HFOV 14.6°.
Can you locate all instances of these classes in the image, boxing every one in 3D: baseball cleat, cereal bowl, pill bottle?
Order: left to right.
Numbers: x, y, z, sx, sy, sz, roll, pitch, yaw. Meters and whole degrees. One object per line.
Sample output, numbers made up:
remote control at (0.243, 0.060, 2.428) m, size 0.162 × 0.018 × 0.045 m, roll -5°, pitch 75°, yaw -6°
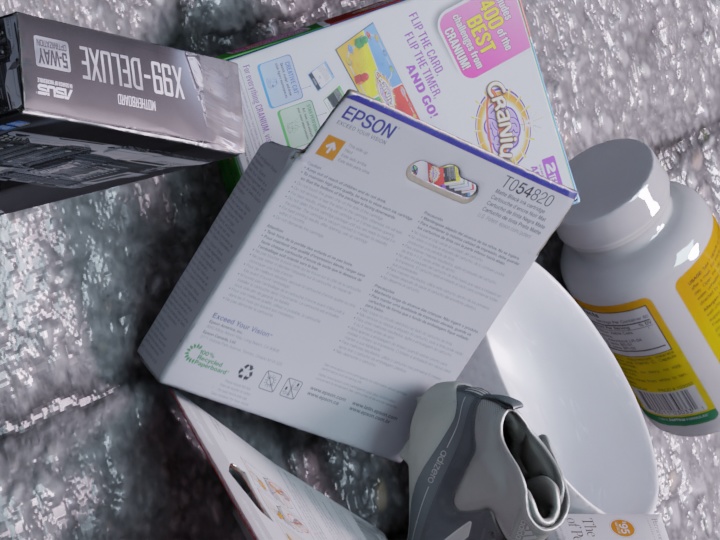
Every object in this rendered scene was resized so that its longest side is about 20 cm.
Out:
baseball cleat at (0.070, 0.167, 1.643) m, size 0.070 × 0.106 × 0.200 m, roll -24°, pitch 118°, yaw -44°
cereal bowl at (0.101, 0.091, 1.781) m, size 0.200 × 0.083 × 0.200 m, roll 43°, pitch 28°, yaw -30°
pill bottle at (0.206, 0.010, 1.939) m, size 0.200 × 0.113 × 0.113 m, roll 56°, pitch 44°, yaw -32°

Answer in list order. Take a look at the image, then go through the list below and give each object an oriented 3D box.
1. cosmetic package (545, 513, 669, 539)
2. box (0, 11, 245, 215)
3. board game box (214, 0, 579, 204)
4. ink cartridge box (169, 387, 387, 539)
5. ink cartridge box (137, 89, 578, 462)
cosmetic package at (0.159, 0.231, 1.645) m, size 0.082 × 0.051 × 0.200 m, roll 3°, pitch 44°, yaw -18°
box at (-0.181, -0.069, 1.352) m, size 0.158 × 0.200 × 0.050 m, roll 9°, pitch 73°, yaw -53°
board game box at (0.016, -0.080, 1.660) m, size 0.200 × 0.040 × 0.153 m, roll -20°, pitch 99°, yaw -18°
ink cartridge box at (-0.030, 0.164, 1.544) m, size 0.176 × 0.200 × 0.045 m, roll 36°, pitch 98°, yaw -28°
ink cartridge box at (0.000, 0.000, 1.604) m, size 0.199 × 0.041 × 0.200 m, roll 23°, pitch 107°, yaw -41°
